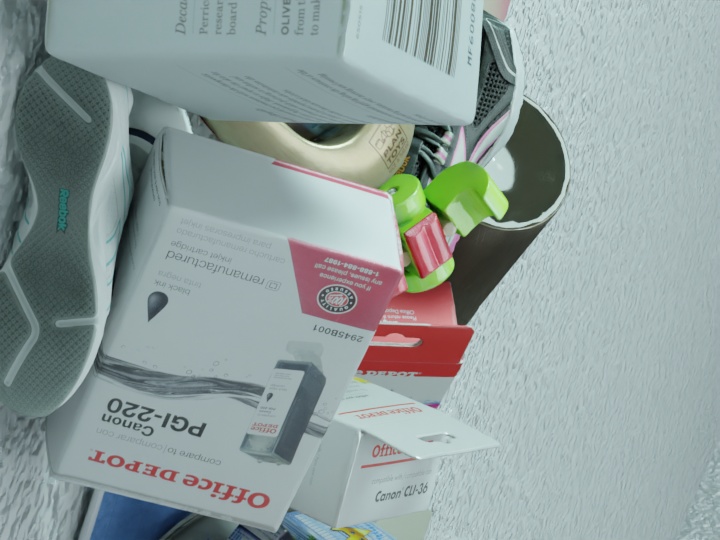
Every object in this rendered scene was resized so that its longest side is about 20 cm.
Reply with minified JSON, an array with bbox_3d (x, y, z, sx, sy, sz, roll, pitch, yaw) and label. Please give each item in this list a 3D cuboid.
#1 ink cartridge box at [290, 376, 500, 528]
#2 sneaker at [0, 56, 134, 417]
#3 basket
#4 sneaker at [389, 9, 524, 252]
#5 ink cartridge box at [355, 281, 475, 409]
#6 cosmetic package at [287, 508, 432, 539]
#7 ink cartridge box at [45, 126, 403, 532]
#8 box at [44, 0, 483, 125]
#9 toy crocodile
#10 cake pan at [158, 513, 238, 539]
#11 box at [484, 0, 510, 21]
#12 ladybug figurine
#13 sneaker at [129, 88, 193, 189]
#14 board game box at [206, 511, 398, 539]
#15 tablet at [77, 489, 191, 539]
[{"bbox_3d":[-0.026,0.106,1.571,0.116,0.199,0.068,-3,111,-58],"label":"ink cartridge box"},{"bbox_3d":[-0.155,-0.018,1.370,0.080,0.070,0.201,-19,123,-74],"label":"sneaker"},{"bbox_3d":[0.057,-0.038,1.778,0.180,0.136,0.200,-33,172,-30],"label":"basket"},{"bbox_3d":[0.043,-0.073,1.592,0.086,0.080,0.201,-29,136,-64],"label":"sneaker"},{"bbox_3d":[-0.002,0.063,1.742,0.200,0.116,0.068,115,-28,-54],"label":"ink cartridge box"},{"bbox_3d":[-0.018,0.185,1.949,0.200,0.105,0.071,53,56,-68],"label":"cosmetic package"},{"bbox_3d":[-0.080,0.038,1.424,0.085,0.145,0.201,-99,-150,-53],"label":"ink cartridge box"},{"bbox_3d":[-0.041,-0.188,1.325,0.199,0.170,0.201,16,77,-67],"label":"box"},{"bbox_3d":[0.000,0.000,1.531,0.199,0.062,0.068,-30,119,-12],"label":"toy crocodile"},{"bbox_3d":[-0.110,0.245,1.697,0.200,0.037,0.201,-38,146,-31],"label":"cake pan"},{"bbox_3d":[0.048,-0.222,1.784,0.128,0.108,0.201,34,73,-73],"label":"box"},{"bbox_3d":[-0.047,-0.122,1.512,0.200,0.072,0.136,45,65,-29],"label":"ladybug figurine"},{"bbox_3d":[-0.116,-0.028,1.494,0.201,0.076,0.081,89,13,-47],"label":"sneaker"},{"bbox_3d":[-0.068,0.225,1.638,0.200,0.062,0.200,-52,152,-11],"label":"board game box"},{"bbox_3d":[-0.123,0.104,1.625,0.130,0.014,0.201,10,100,-60],"label":"tablet"}]
